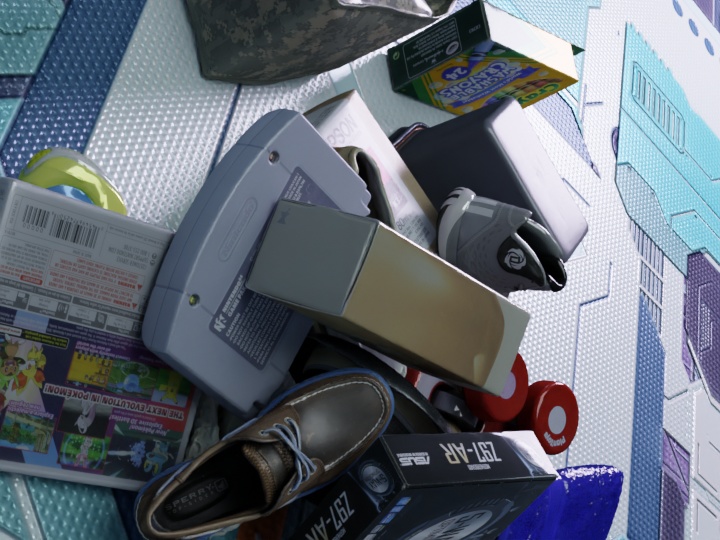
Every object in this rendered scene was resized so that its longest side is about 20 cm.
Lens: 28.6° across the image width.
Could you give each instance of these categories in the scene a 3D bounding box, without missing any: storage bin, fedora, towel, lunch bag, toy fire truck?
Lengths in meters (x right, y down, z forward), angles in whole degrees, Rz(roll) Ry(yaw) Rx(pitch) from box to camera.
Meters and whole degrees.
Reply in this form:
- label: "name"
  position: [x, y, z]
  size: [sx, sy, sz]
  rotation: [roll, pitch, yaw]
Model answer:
- label: "storage bin"
  position: [0.128, -0.070, 1.389]
  size: [0.201, 0.134, 0.146]
  rotation: [59, 36, -11]
- label: "fedora"
  position: [-0.011, 0.137, 1.089]
  size: [0.201, 0.200, 0.092]
  rotation: [49, 67, -22]
- label: "towel"
  position: [0.157, 0.246, 1.251]
  size: [0.199, 0.049, 0.148]
  rotation: [2, 113, -49]
- label: "lunch bag"
  position: [-0.029, -0.241, 1.259]
  size: [0.200, 0.164, 0.118]
  rotation: [-3, 74, -53]
- label: "toy fire truck"
  position: [0.095, 0.159, 1.253]
  size: [0.200, 0.112, 0.169]
  rotation: [33, 68, -40]

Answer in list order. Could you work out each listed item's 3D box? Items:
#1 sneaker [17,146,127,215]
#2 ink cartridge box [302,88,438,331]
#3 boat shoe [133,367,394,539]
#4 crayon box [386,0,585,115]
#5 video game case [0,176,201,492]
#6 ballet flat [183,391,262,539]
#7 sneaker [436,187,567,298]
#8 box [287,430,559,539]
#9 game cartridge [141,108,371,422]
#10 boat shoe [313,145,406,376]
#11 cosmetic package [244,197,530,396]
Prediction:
- label: "sneaker"
  position: [-0.184, 0.010, 1.017]
  size: [0.200, 0.076, 0.105]
  rotation: [46, 58, -25]
- label: "ink cartridge box"
  position: [-0.023, -0.039, 1.230]
  size: [0.165, 0.075, 0.200]
  rotation: [56, 38, -16]
- label: "boat shoe"
  position: [-0.061, 0.134, 0.967]
  size: [0.072, 0.199, 0.072]
  rotation: [58, -8, -2]
- label: "crayon box"
  position: [0.140, -0.212, 1.490]
  size: [0.199, 0.125, 0.052]
  rotation: [11, 62, -48]
- label: "video game case"
  position: [-0.182, 0.051, 0.954]
  size: [0.200, 0.023, 0.183]
  rotation: [19, 84, -46]
- label: "ballet flat"
  position: [-0.091, 0.107, 1.070]
  size: [0.072, 0.072, 0.201]
  rotation: [33, 46, -37]
- label: "sneaker"
  position: [0.131, 0.022, 1.294]
  size: [0.075, 0.115, 0.201]
  rotation: [-57, 150, -44]
- label: "box"
  position: [0.027, 0.195, 1.039]
  size: [0.160, 0.200, 0.044]
  rotation: [5, 45, -43]
- label: "game cartridge"
  position: [-0.074, -0.008, 1.011]
  size: [0.133, 0.041, 0.201]
  rotation: [47, 64, -47]
- label: "boat shoe"
  position: [0.000, 0.000, 1.120]
  size: [0.075, 0.068, 0.201]
  rotation: [-20, 93, -45]
- label: "cosmetic package"
  position: [0.024, 0.022, 1.023]
  size: [0.200, 0.105, 0.071]
  rotation: [28, 81, -45]
